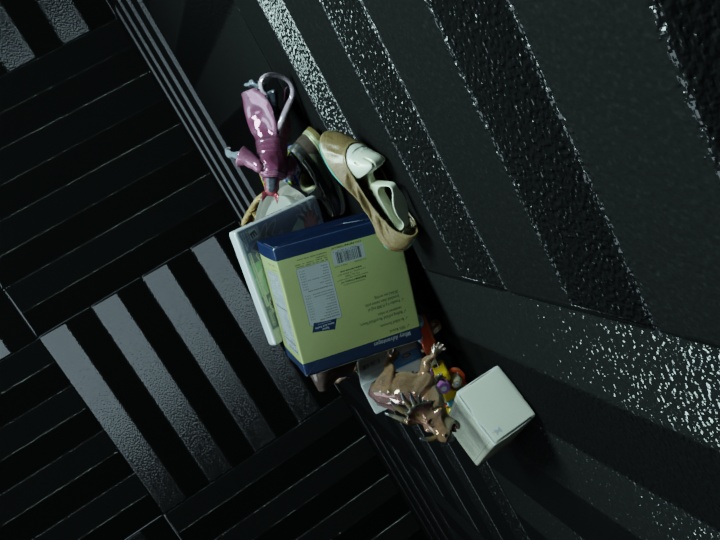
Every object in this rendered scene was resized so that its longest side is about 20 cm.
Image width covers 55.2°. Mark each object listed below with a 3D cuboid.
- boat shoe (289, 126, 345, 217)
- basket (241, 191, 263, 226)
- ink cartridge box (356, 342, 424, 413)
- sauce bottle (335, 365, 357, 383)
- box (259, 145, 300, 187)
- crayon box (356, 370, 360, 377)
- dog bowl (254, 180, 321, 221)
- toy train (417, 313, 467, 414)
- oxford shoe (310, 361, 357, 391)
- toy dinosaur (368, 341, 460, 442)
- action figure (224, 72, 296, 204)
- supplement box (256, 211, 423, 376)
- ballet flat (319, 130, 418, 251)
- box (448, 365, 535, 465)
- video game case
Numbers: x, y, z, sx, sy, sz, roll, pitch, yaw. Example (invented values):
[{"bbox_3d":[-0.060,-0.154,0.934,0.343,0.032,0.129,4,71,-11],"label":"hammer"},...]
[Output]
[{"bbox_3d":[-0.079,-0.162,1.207,0.073,0.065,0.200,46,165,39],"label":"boat shoe"},{"bbox_3d":[-0.169,-0.089,1.563,0.200,0.149,0.143,56,168,12],"label":"basket"},{"bbox_3d":[0.056,0.160,1.249,0.067,0.116,0.200,63,-175,-20],"label":"ink cartridge box"},{"bbox_3d":[-0.076,0.114,1.296,0.200,0.066,0.066,55,168,4],"label":"sauce bottle"},{"bbox_3d":[-0.143,-0.151,1.400,0.070,0.064,0.200,-70,-29,-47],"label":"box"},{"bbox_3d":[0.043,0.175,1.402,0.126,0.052,0.200,56,-162,11],"label":"crayon box"},{"bbox_3d":[-0.138,-0.068,1.303,0.200,0.059,0.200,-10,78,58],"label":"dog bowl"},{"bbox_3d":[0.142,0.156,1.171,0.200,0.056,0.150,63,-175,-51],"label":"toy train"},{"bbox_3d":[-0.035,0.147,1.209,0.071,0.200,0.073,-4,103,31],"label":"oxford shoe"},{"bbox_3d":[0.063,0.185,1.035,0.200,0.136,0.086,-7,124,45],"label":"toy dinosaur"},{"bbox_3d":[-0.143,-0.213,1.169,0.149,0.134,0.200,-11,82,53],"label":"action figure"},{"bbox_3d":[-0.034,0.030,1.083,0.134,0.200,0.200,-158,53,-70],"label":"supplement box"},{"bbox_3d":[0.020,-0.116,0.952,0.200,0.068,0.072,59,148,-6],"label":"ballet flat"},{"bbox_3d":[0.194,0.228,1.061,0.095,0.078,0.200,54,168,19],"label":"box"},{"bbox_3d":[-0.114,-0.003,1.162,0.023,0.182,0.200,-2,111,46],"label":"video game case"}]
